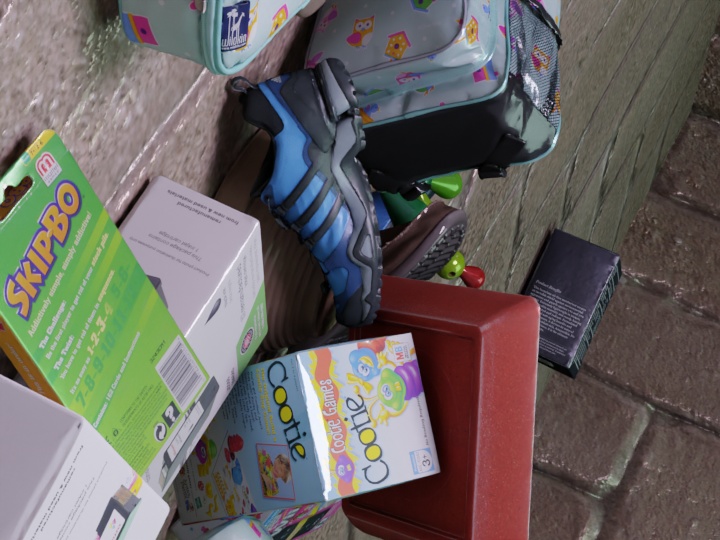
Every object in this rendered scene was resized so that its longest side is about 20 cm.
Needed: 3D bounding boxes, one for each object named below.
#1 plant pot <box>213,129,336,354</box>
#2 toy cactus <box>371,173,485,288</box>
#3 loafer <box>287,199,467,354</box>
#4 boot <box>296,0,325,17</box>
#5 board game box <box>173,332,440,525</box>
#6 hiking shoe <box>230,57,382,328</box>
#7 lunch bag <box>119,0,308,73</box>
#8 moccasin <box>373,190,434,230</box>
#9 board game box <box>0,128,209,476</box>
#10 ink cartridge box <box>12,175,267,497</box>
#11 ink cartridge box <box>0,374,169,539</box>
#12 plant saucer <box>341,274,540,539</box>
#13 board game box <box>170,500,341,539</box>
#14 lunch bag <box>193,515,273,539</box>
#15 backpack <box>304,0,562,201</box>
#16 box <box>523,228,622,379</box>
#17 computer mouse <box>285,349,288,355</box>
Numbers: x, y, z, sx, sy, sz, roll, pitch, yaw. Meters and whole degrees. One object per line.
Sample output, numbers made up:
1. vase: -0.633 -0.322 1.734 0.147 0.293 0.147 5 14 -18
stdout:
1. plant pot: -0.052 -0.011 1.360 0.201 0.092 0.201 -59 166 -25
2. toy cactus: 0.036 -0.083 1.498 0.165 0.102 0.201 10 62 -43
3. loafer: 0.000 0.000 1.444 0.200 0.071 0.073 -39 167 23
4. boot: 0.027 -0.228 1.174 0.070 0.146 0.201 -57 164 -40
5. board game box: -0.049 0.117 1.283 0.103 0.200 0.105 -8 84 -36
6. hiking shoe: -0.034 -0.051 1.258 0.074 0.086 0.201 -103 -177 -70
7. lunch bag: -0.058 -0.215 0.986 0.200 0.077 0.161 -53 162 -43
8. moccasin: 0.013 -0.060 1.598 0.200 0.080 0.068 -46 166 -17
9. board game box: -0.158 0.025 0.992 0.096 0.030 0.201 -56 136 -34
10. ink cartridge box: -0.144 0.064 1.147 0.200 0.084 0.146 -59 165 -28
11. ink cartridge box: -0.193 0.105 0.897 0.084 0.144 0.200 -62 166 -15
12. plant saucer: 0.047 0.110 1.273 0.037 0.199 0.201 1 95 -36
13. board game box: -0.059 0.183 1.573 0.148 0.064 0.200 -50 162 22
14. lunch bag: -0.146 0.266 1.332 0.200 0.077 0.160 -35 172 -3
15. backpack: 0.058 -0.177 1.318 0.153 0.175 0.201 49 42 -36
16. box: 0.332 0.055 2.876 0.199 0.123 0.200 -64 168 -4
17. computer mouse: -0.059 0.083 1.547 0.200 0.046 0.140 -47 173 11
